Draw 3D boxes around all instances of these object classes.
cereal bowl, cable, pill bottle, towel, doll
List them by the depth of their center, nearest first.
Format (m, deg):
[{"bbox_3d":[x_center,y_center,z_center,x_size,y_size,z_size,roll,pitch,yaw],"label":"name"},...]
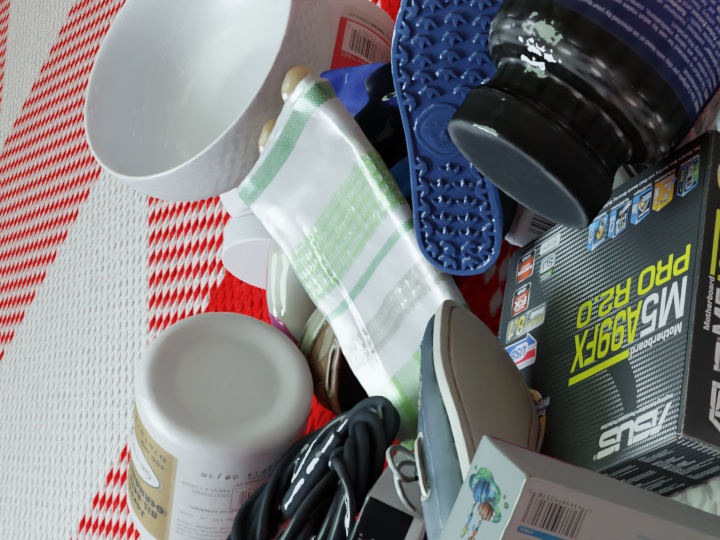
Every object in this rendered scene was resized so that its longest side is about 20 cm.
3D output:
[{"bbox_3d":[0.133,-0.125,1.075,0.201,0.112,0.112,-54,18,-10],"label":"pill bottle"},{"bbox_3d":[-0.028,0.143,1.283,0.163,0.051,0.200,-51,6,-23],"label":"cable"},{"bbox_3d":[0.000,0.000,1.294,0.201,0.031,0.149,59,154,13],"label":"towel"},{"bbox_3d":[0.021,-0.089,1.328,0.199,0.048,0.137,-1,62,50],"label":"doll"},{"bbox_3d":[-0.097,0.131,1.454,0.201,0.113,0.115,101,173,-49],"label":"pill bottle"},{"bbox_3d":[-0.092,-0.132,1.495,0.199,0.083,0.202,-25,51,34],"label":"cereal bowl"},{"bbox_3d":[-0.039,-0.091,1.568,0.112,0.111,0.202,-35,39,57],"label":"pill bottle"}]

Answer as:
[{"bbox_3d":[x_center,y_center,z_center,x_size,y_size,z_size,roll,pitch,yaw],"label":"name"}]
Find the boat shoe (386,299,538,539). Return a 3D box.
[{"bbox_3d":[0.055,0.099,1.083,0.062,0.075,0.201,-44,40,28],"label":"boat shoe"}]

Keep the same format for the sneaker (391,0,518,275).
[{"bbox_3d":[0.057,-0.099,1.173,0.078,0.069,0.202,-69,-16,-55],"label":"sneaker"}]

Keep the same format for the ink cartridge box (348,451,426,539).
[{"bbox_3d":[0.013,0.155,1.193,0.200,0.039,0.100,-18,-51,-82],"label":"ink cartridge box"}]

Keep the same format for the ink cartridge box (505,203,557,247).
[{"bbox_3d":[0.108,-0.111,1.299,0.164,0.057,0.200,-67,25,11],"label":"ink cartridge box"}]

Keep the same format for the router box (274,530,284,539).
[{"bbox_3d":[-0.046,0.281,1.328,0.158,0.052,0.201,-62,22,23],"label":"router box"}]

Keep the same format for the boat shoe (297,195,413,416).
[{"bbox_3d":[0.023,0.009,1.386,0.072,0.075,0.201,-118,43,-57],"label":"boat shoe"}]

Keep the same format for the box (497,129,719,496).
[{"bbox_3d":[0.130,0.039,1.105,0.200,0.044,0.162,-34,40,58],"label":"box"}]

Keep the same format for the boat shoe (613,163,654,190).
[{"bbox_3d":[0.125,-0.128,1.160,0.063,0.202,0.071,-22,-2,17],"label":"boat shoe"}]

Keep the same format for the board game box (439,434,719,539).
[{"bbox_3d":[0.084,0.190,0.938,0.202,0.146,0.064,-68,21,5],"label":"board game box"}]

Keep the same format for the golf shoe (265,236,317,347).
[{"bbox_3d":[0.001,-0.041,1.456,0.091,0.075,0.201,-8,55,56],"label":"golf shoe"}]
